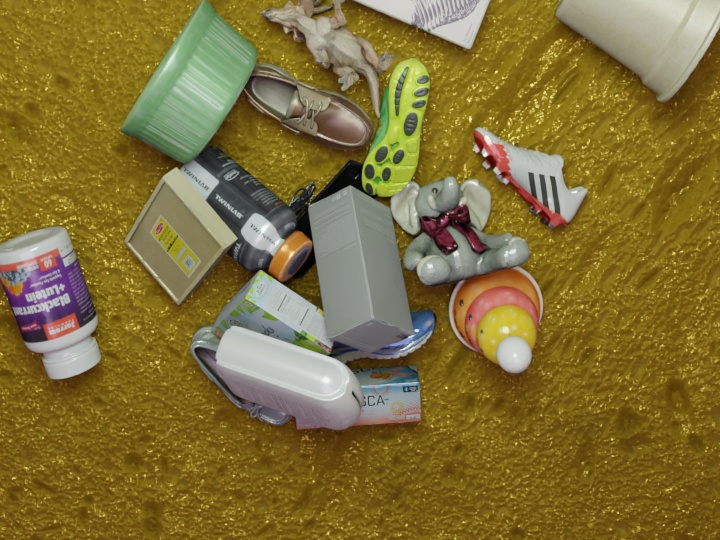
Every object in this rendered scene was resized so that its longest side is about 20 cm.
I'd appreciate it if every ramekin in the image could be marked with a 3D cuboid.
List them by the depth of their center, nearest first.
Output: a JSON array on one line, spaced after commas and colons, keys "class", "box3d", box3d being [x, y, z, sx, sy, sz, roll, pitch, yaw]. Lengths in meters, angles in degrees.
[{"class": "ramekin", "box3d": [-0.219, -0.239, 1.166, 0.097, 0.201, 0.201, 33, 106, -19]}]

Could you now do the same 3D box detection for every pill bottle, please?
[{"class": "pill bottle", "box3d": [-0.160, -0.072, 1.231, 0.199, 0.106, 0.107, 39, 106, 12]}, {"class": "pill bottle", "box3d": [-0.448, 0.049, 1.299, 0.109, 0.112, 0.204, -13, 108, 4]}]

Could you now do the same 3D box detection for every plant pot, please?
[{"class": "plant pot", "box3d": [0.359, -0.351, 1.150, 0.181, 0.201, 0.203, 27, 107, 2]}]

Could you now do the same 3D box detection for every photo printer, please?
[{"class": "photo printer", "box3d": [-0.090, 0.154, 1.232, 0.196, 0.167, 0.071, 17, 68, 12]}]

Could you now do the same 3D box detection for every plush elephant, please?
[{"class": "plush elephant", "box3d": [0.125, -0.063, 1.257, 0.161, 0.200, 0.158, -12, 86, -10]}]

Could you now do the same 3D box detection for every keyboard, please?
[{"class": "keyboard", "box3d": [-0.064, -0.086, 1.309, 0.200, 0.040, 0.104, -46, 127, 12]}]

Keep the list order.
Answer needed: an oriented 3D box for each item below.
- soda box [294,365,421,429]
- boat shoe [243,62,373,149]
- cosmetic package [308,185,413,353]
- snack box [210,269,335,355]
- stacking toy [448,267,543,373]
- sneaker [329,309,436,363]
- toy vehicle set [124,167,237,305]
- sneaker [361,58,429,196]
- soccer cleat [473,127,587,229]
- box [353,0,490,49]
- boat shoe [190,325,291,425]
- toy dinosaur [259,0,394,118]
[{"class": "soda box", "box3d": [-0.006, 0.195, 1.379, 0.195, 0.064, 0.070, -4, 109, 0]}, {"class": "boat shoe", "box3d": [-0.078, -0.217, 1.214, 0.197, 0.072, 0.077, 24, 108, 7]}, {"class": "cosmetic package", "box3d": [0.000, 0.000, 1.224, 0.089, 0.204, 0.106, -22, 151, 30]}, {"class": "snack box", "box3d": [-0.124, 0.083, 1.279, 0.141, 0.200, 0.054, 34, 63, -10]}, {"class": "stacking toy", "box3d": [0.206, 0.084, 1.273, 0.143, 0.200, 0.149, 0, 108, -1]}, {"class": "sneaker", "box3d": [0.017, 0.083, 1.335, 0.196, 0.079, 0.091, -10, 111, 3]}, {"class": "toy vehicle set", "box3d": [-0.254, -0.042, 1.240, 0.125, 0.026, 0.200, 49, 142, -1]}, {"class": "sneaker", "box3d": [0.055, -0.195, 1.241, 0.073, 0.084, 0.203, 17, 115, -2]}, {"class": "soccer cleat", "box3d": [0.241, -0.146, 1.272, 0.199, 0.069, 0.085, 41, 95, -16]}, {"class": "box", "box3d": [0.069, -0.370, 1.190, 0.196, 0.069, 0.083, 19, 107, -8]}, {"class": "boat shoe", "box3d": [-0.182, 0.170, 1.367, 0.074, 0.065, 0.202, -39, 105, 12]}, {"class": "toy dinosaur", "box3d": [-0.030, -0.300, 1.190, 0.200, 0.136, 0.086, 42, 94, -21]}]
